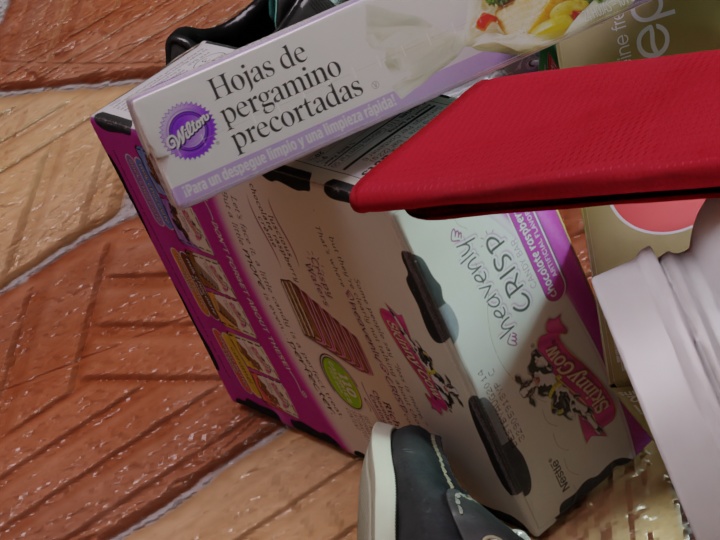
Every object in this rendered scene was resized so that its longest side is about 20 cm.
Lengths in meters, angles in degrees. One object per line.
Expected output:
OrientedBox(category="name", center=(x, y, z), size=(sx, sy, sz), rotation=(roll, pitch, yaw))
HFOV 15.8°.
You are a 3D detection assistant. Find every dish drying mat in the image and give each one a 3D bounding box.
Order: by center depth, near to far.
OrientedBox(category="dish drying mat", center=(0.088, -0.040, 0.724), size=(0.200, 0.018, 0.077), rotation=(-4, 29, 46))

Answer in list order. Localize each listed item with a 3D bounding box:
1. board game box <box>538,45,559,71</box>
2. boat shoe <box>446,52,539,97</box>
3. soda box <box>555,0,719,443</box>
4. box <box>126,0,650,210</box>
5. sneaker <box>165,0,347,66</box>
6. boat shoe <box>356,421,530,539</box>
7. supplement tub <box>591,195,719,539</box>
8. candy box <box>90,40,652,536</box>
OrientedBox(category="board game box", center=(0.161, -0.123, 1.020), size=(0.200, 0.029, 0.135), rotation=(-32, -7, -1))
OrientedBox(category="boat shoe", center=(0.076, -0.113, 1.103), size=(0.200, 0.072, 0.070), rotation=(-27, 54, -5))
OrientedBox(category="soda box", center=(0.109, -0.043, 0.872), size=(0.064, 0.068, 0.201), rotation=(-16, 59, 18))
OrientedBox(category="box", center=(0.023, -0.077, 0.829), size=(0.199, 0.039, 0.041), rotation=(-24, 6, -4))
OrientedBox(category="sneaker", center=(0.006, -0.107, 1.168), size=(0.200, 0.079, 0.075), rotation=(-26, 25, -5))
OrientedBox(category="boat shoe", center=(0.032, 0.106, 0.786), size=(0.067, 0.072, 0.200), rotation=(0, 21, -7))
OrientedBox(category="supplement tub", center=(0.178, 0.020, 0.709), size=(0.199, 0.145, 0.145), rotation=(-23, 26, 6))
OrientedBox(category="candy box", center=(0.000, 0.000, 0.912), size=(0.061, 0.137, 0.200), rotation=(-37, 29, -21))
